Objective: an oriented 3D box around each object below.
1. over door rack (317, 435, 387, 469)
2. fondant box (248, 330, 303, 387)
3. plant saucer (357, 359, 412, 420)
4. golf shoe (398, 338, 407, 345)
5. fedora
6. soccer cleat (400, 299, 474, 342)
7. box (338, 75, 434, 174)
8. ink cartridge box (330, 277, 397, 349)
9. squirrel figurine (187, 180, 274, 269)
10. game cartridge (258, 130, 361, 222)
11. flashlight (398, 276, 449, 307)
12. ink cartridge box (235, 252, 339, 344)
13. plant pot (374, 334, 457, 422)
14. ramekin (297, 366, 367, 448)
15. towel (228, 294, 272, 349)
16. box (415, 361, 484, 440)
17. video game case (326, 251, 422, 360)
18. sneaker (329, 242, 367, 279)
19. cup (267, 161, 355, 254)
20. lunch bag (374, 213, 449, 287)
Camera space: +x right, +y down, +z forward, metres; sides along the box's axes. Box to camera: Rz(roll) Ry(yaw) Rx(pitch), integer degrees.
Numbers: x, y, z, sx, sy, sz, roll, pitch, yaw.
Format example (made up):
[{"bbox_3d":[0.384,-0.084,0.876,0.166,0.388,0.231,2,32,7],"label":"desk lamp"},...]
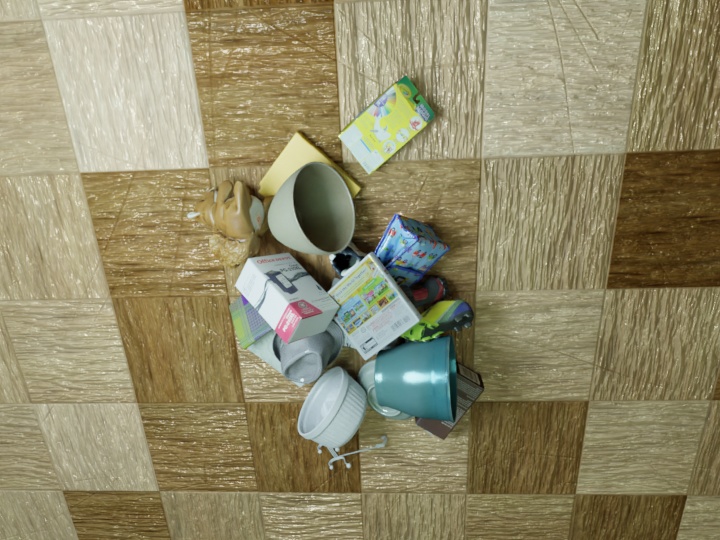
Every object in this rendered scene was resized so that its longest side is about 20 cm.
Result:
[{"bbox_3d":[-0.041,0.485,1.542,0.197,0.067,0.150,-26,110,14],"label":"over door rack"},{"bbox_3d":[-0.191,0.195,1.434,0.199,0.059,0.145,38,110,-13],"label":"fondant box"},{"bbox_3d":[0.073,0.334,1.443,0.196,0.050,0.204,14,124,22],"label":"plant saucer"},{"bbox_3d":[0.143,0.223,1.422,0.092,0.078,0.206,0,105,11],"label":"golf shoe"},{"bbox_3d":[-0.135,0.210,1.330,0.174,0.091,0.200,28,126,-21],"label":"fedora"},{"bbox_3d":[0.173,0.115,1.272,0.195,0.084,0.066,-11,128,-14],"label":"soccer cleat"},{"bbox_3d":[0.059,-0.327,1.204,0.199,0.049,0.118,-37,106,19],"label":"box"},{"bbox_3d":[0.005,0.121,1.364,0.195,0.085,0.147,14,124,-3],"label":"ink cartridge box"},{"bbox_3d":[-0.313,-0.106,1.250,0.182,0.141,0.206,4,91,25],"label":"squirrel figurine"},{"bbox_3d":[-0.124,-0.198,1.280,0.199,0.033,0.177,40,110,-10],"label":"game cartridge"},{"bbox_3d":[0.140,0.053,1.280,0.068,0.198,0.068,51,120,24],"label":"flashlight"},{"bbox_3d":[-0.169,0.057,1.237,0.200,0.144,0.085,44,118,22],"label":"ink cartridge box"},{"bbox_3d":[0.134,0.261,1.298,0.183,0.201,0.205,-4,114,15],"label":"plant pot"},{"bbox_3d":[-0.069,0.371,1.426,0.104,0.201,0.200,37,111,-17],"label":"ramekin"},{"bbox_3d":[-0.244,0.094,1.366,0.198,0.146,0.023,-35,149,15],"label":"towel"},{"bbox_3d":[0.241,0.354,1.467,0.099,0.075,0.202,29,110,-10],"label":"box"},{"bbox_3d":[0.020,0.086,1.223,0.183,0.023,0.200,52,128,4],"label":"video game case"},{"bbox_3d":[0.000,0.000,1.300,0.198,0.130,0.079,42,111,-14],"label":"sneaker"},{"bbox_3d":[-0.126,-0.125,1.208,0.141,0.201,0.203,-12,116,40],"label":"cup"},{"bbox_3d":[0.090,-0.017,1.267,0.201,0.149,0.095,-53,57,21],"label":"lunch bag"}]
